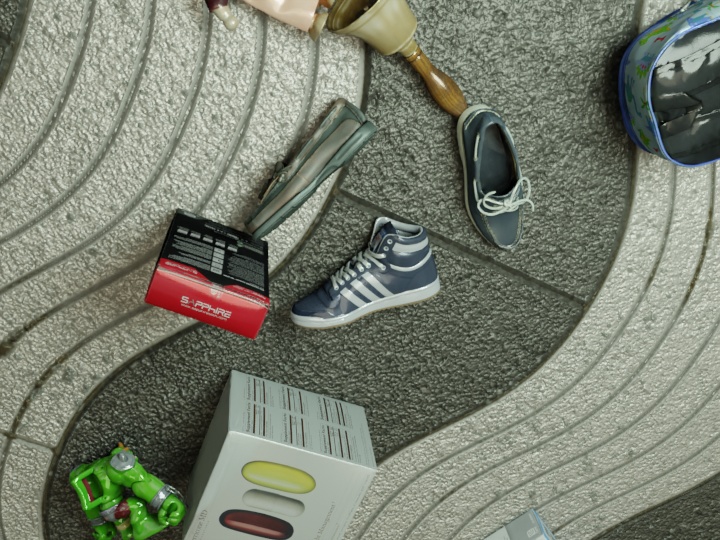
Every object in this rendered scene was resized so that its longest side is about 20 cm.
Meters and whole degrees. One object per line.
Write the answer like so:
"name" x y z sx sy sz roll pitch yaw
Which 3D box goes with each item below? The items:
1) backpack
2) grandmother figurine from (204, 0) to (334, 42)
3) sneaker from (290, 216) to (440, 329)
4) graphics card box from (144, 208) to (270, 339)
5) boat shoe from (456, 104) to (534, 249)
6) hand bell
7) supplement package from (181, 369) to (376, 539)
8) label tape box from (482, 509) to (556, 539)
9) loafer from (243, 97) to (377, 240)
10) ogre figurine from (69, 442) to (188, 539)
"backpack" 0.401 -0.221 0.871 0.199 0.147 0.184 -24 115 0
"grandmother figurine" -0.127 -0.320 0.819 0.199 0.061 0.122 24 81 -13
"sneaker" 0.000 0.000 0.957 0.199 0.070 0.109 -15 119 -8
"graphics card box" -0.169 -0.002 0.866 0.125 0.200 0.051 20 109 -16
"boat shoe" 0.170 -0.106 0.933 0.074 0.062 0.201 -18 121 -7
"hand bell" 0.065 -0.244 0.867 0.104 0.104 0.200 -43 122 11
"supplement package" -0.112 0.273 1.018 0.199 0.147 0.192 18 110 -15
"label tape box" 0.233 0.491 1.196 0.199 0.066 0.144 -36 112 7
"loafer" -0.071 -0.122 0.909 0.200 0.072 0.063 -42 92 4
"ogre figurine" -0.326 0.305 1.024 0.098 0.200 0.120 -37 102 -32
